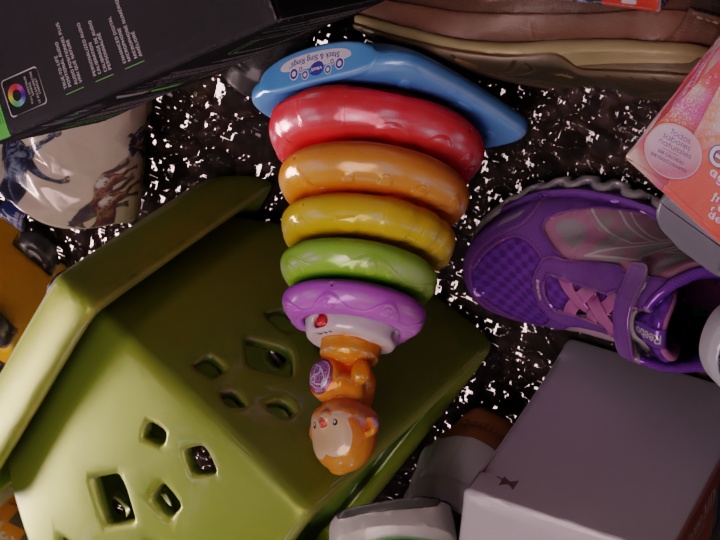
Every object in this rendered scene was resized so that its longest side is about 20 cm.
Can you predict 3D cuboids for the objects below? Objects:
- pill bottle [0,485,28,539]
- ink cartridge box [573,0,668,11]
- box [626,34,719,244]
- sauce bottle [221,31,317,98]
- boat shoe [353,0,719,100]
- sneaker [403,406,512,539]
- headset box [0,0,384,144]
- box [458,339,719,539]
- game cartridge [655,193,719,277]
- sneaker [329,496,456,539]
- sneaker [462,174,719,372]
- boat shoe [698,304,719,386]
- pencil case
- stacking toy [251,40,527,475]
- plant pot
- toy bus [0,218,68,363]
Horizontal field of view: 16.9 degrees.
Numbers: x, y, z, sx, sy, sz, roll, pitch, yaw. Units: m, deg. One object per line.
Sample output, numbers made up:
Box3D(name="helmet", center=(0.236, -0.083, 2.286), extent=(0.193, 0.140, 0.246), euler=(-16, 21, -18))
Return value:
Box3D(name="pill bottle", center=(-0.148, 0.216, 1.433), extent=(0.199, 0.116, 0.117), euler=(23, 126, 14))
Box3D(name="ink cartridge box", center=(0.118, -0.160, 1.078), extent=(0.199, 0.109, 0.051), euler=(10, 122, 22))
Box3D(name="box", center=(0.205, -0.088, 1.018), extent=(0.095, 0.200, 0.103), euler=(42, 127, 1))
Box3D(name="sauce bottle", center=(-0.017, -0.169, 1.173), extent=(0.066, 0.066, 0.201), euler=(30, 129, 8))
Box3D(name="boat shoe", center=(0.089, -0.124, 1.149), extent=(0.199, 0.072, 0.068), euler=(9, 87, 33))
Box3D(name="sneaker", center=(0.053, 0.143, 1.325), extent=(0.072, 0.085, 0.200), euler=(25, 149, 4))
Box3D(name="headset box", center=(-0.113, -0.168, 1.100), extent=(0.199, 0.093, 0.175), euler=(-18, 91, 36))
Box3D(name="box", center=(0.119, 0.167, 1.243), extent=(0.106, 0.152, 0.201), euler=(17, 125, 18))
Box3D(name="game cartridge", center=(0.237, -0.005, 1.092), extent=(0.200, 0.133, 0.042), euler=(36, 128, 3))
Box3D(name="sneaker", center=(0.010, 0.194, 1.248), extent=(0.076, 0.089, 0.200), euler=(-1, 148, -2))
Box3D(name="sneaker", center=(0.137, 0.010, 1.183), extent=(0.199, 0.089, 0.081), euler=(6, 122, 25))
Box3D(name="boat shoe", center=(0.254, 0.056, 1.111), extent=(0.199, 0.071, 0.072), euler=(13, 109, -16))
Box3D(name="pencil case", center=(-0.150, -0.117, 1.262), extent=(0.089, 0.078, 0.201), euler=(12, 124, 4))
Box3D(name="stacking toy", center=(0.000, 0.000, 1.165), extent=(0.116, 0.201, 0.109), euler=(-9, 156, 43))
Box3D(name="plant pot", center=(-0.082, 0.078, 1.274), extent=(0.181, 0.199, 0.200), euler=(41, 129, 8))
Box3D(name="toy bus", center=(-0.257, -0.029, 1.351), extent=(0.200, 0.065, 0.078), euler=(42, 149, -24))
